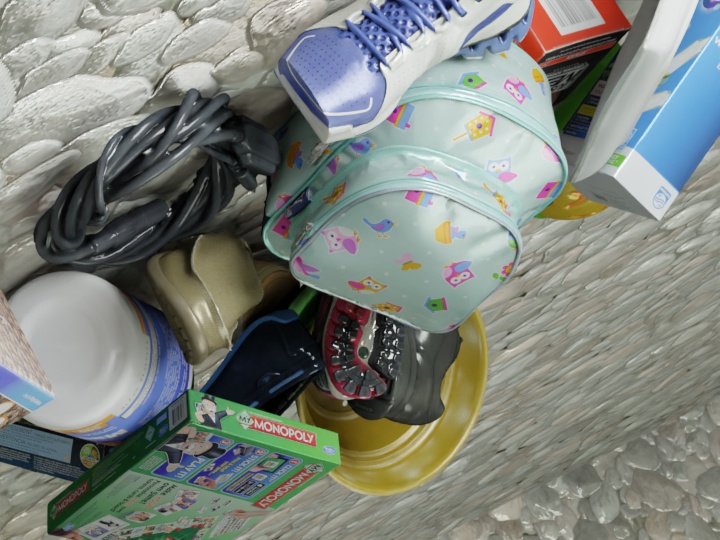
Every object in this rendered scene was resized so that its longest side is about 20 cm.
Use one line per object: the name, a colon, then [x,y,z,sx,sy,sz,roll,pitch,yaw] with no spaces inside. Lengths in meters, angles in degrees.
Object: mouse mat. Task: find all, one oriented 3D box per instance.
mouse mat: [-0.040,0.026,1.601,0.200,0.008,0.161,-46,170,-46]

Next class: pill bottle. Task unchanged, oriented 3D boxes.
pill bottle: [-0.187,0.071,1.426,0.112,0.113,0.200,-32,165,4]

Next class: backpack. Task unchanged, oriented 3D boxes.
backpack: [0.042,-0.066,1.322,0.175,0.154,0.200,23,126,-24]

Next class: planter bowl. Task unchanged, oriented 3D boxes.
planter bowl: [0.007,0.083,1.644,0.199,0.202,0.083,-22,-161,-31]

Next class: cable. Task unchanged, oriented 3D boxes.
cable: [-0.141,-0.056,1.255,0.162,0.051,0.200,-29,170,12]

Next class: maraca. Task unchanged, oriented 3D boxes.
maraca: [0.175,-0.110,1.563,0.138,0.107,0.200,-54,161,-11]

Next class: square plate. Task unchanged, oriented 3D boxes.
square plate: [0.210,-0.178,1.344,0.200,0.028,0.199,110,5,-64]

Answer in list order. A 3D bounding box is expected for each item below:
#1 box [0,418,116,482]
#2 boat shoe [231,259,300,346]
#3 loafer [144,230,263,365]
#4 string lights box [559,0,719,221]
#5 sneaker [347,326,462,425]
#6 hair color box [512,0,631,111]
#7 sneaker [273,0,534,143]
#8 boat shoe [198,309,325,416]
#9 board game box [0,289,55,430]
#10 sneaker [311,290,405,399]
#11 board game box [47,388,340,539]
box: [-0.204,0.135,1.590,0.136,0.038,0.200,10,-173,29]
boat shoe: [-0.093,0.025,1.537,0.071,0.064,0.200,-50,172,-11]
loafer: [-0.106,0.007,1.357,0.067,0.076,0.200,-24,-163,1]
string lights box: [0.234,-0.140,1.441,0.201,0.059,0.103,-55,-152,-7]
sneaker: [0.043,0.030,1.564,0.076,0.202,0.090,0,163,45]
hair color box: [0.099,-0.133,1.429,0.101,0.061,0.200,-20,162,-40]
sneaker: [0.041,-0.169,1.193,0.199,0.081,0.115,-31,163,-28]
boat shoe: [-0.094,0.119,1.491,0.084,0.069,0.201,-24,153,-45]
board game box: [-0.317,0.077,1.222,0.199,0.097,0.160,-31,165,-1]
sneaker: [0.000,0.000,1.498,0.080,0.202,0.075,22,165,-23]
board game box: [-0.127,0.160,1.449,0.134,0.029,0.200,19,139,-34]
